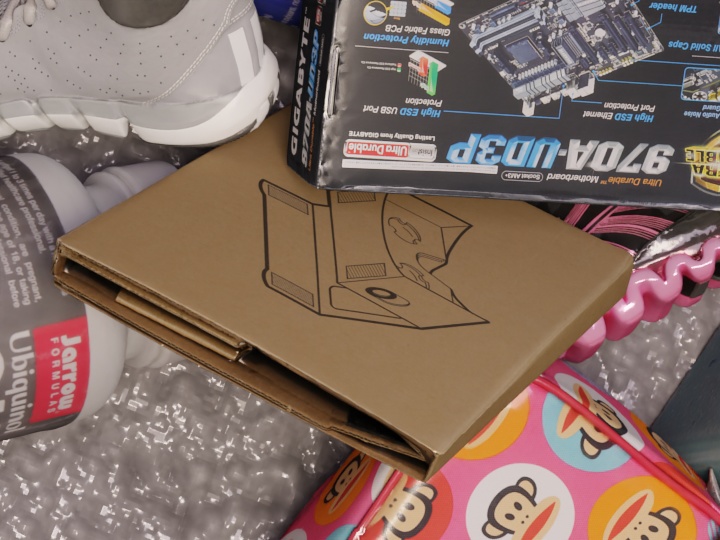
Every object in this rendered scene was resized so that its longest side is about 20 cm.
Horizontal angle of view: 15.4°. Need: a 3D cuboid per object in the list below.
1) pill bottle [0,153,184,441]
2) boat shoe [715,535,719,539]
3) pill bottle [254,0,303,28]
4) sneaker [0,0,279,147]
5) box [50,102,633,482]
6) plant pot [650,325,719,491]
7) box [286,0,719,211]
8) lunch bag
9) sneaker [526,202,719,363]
[{"bbox_3d":[-0.160,0.015,1.044,0.199,0.111,0.111,-14,86,-27],"label":"pill bottle"},{"bbox_3d":[0.149,0.166,1.026,0.066,0.074,0.200,31,100,-36],"label":"boat shoe"},{"bbox_3d":[-0.046,-0.167,1.094,0.199,0.116,0.116,17,81,-9],"label":"pill bottle"},{"bbox_3d":[-0.134,-0.111,1.049,0.199,0.116,0.075,-1,42,7],"label":"sneaker"},{"bbox_3d":[0.000,0.000,1.021,0.163,0.200,0.021,27,119,16],"label":"box"},{"bbox_3d":[0.266,0.054,1.088,0.195,0.200,0.197,36,79,-6],"label":"plant pot"},{"bbox_3d":[0.079,-0.108,1.042,0.199,0.046,0.160,2,105,-16],"label":"box"},{"bbox_3d":[0.056,0.142,1.069,0.176,0.082,0.200,38,98,-13],"label":"lunch bag"},{"bbox_3d":[0.101,-0.018,1.134,0.199,0.079,0.096,-26,78,-14],"label":"sneaker"}]
